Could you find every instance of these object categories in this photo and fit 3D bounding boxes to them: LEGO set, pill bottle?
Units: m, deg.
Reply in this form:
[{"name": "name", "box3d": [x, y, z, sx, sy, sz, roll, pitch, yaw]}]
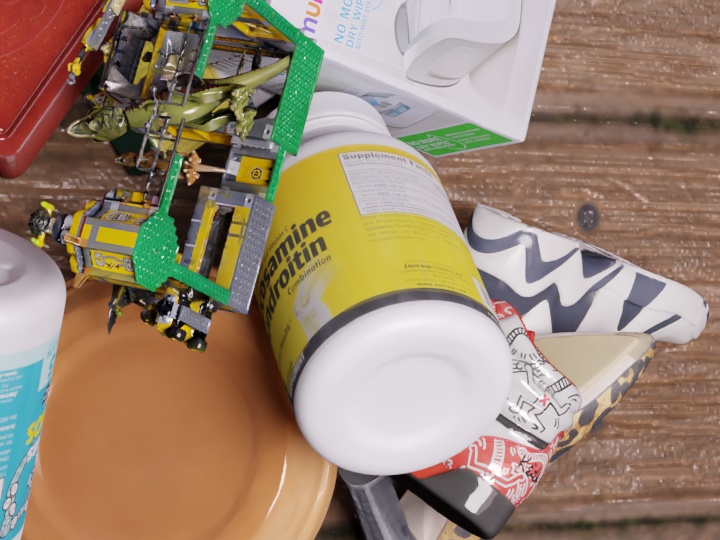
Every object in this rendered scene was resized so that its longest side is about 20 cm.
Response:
[{"name": "LEGO set", "box3d": [-0.110, -0.068, 1.253, 0.154, 0.116, 0.201, 16, 85, -62]}, {"name": "pill bottle", "box3d": [-0.216, 0.082, 1.269, 0.111, 0.111, 0.201, -1, 118, -31]}, {"name": "pill bottle", "box3d": [0.000, 0.000, 1.302, 0.112, 0.200, 0.112, -10, 133, -11]}]

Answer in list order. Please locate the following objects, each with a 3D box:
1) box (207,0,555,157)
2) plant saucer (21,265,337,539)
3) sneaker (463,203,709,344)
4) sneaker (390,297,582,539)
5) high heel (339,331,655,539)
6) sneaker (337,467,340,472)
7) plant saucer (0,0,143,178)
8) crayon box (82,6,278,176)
[{"name": "box", "box3d": [0.017, -0.187, 1.403, 0.176, 0.097, 0.201, 21, 75, -29]}, {"name": "plant saucer", "box3d": [-0.112, 0.091, 1.337, 0.199, 0.037, 0.201, -1, 83, 6]}, {"name": "sneaker", "box3d": [0.119, 0.047, 1.526, 0.199, 0.079, 0.130, 18, 97, -49]}, {"name": "sneaker", "box3d": [0.023, 0.048, 1.383, 0.201, 0.067, 0.108, 35, 78, 14]}, {"name": "high heel", "box3d": [0.088, 0.116, 1.466, 0.200, 0.071, 0.143, -26, 136, -8]}, {"name": "sneaker", "box3d": [0.006, 0.021, 1.467, 0.080, 0.074, 0.201, 12, 86, -43]}, {"name": "plant saucer", "box3d": [-0.203, -0.160, 1.301, 0.199, 0.037, 0.200, 30, 108, -26]}, {"name": "crayon box", "box3d": [-0.119, -0.170, 1.405, 0.127, 0.051, 0.200, -36, 105, -28]}]
